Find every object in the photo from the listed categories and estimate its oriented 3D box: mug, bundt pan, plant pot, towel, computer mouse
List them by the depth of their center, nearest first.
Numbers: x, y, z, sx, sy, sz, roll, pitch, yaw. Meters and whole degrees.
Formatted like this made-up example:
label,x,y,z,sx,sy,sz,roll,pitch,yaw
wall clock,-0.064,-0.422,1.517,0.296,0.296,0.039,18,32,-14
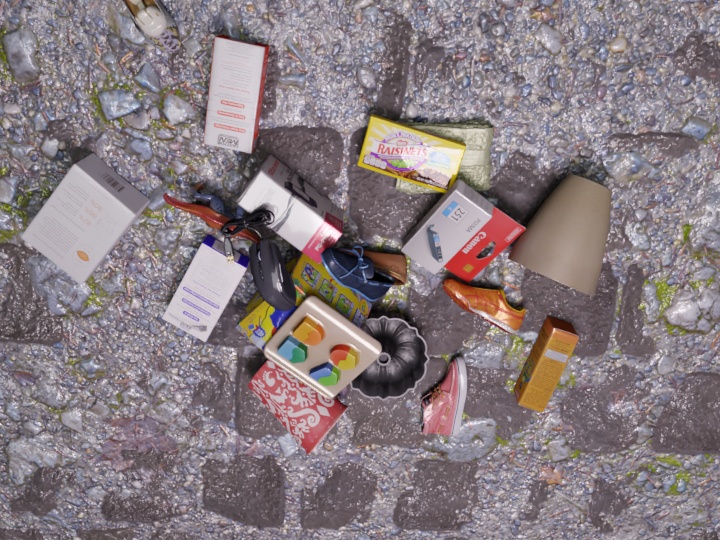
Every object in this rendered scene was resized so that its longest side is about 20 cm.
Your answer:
label,x,y,z,sx,sy,sz,roll,pitch,yaw
computer mouse,-0.204,-0.009,1.342,0.138,0.046,0.204,-7,106,31
plant pot,0.418,-0.079,1.407,0.184,0.187,0.204,22,96,-8
towel,0.168,-0.224,1.416,0.195,0.037,0.152,0,112,1
bundt pan,0.051,0.177,1.551,0.197,0.076,0.206,1,111,1
mug,-0.151,0.297,1.558,0.200,0.133,0.178,42,127,5

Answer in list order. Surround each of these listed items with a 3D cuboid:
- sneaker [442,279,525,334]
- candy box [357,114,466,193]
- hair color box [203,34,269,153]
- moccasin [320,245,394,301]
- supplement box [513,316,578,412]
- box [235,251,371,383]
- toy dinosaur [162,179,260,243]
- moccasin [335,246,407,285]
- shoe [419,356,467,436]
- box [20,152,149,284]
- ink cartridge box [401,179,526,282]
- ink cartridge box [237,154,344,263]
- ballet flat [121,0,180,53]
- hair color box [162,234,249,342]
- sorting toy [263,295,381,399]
label,x,y,z,sx,sy,sz,roll,pitch,yaw
sneaker,0.264,0.063,1.519,0.197,0.073,0.078,28,87,-14
candy box,0.100,-0.227,1.386,0.196,0.026,0.104,17,111,-1
hair color box,-0.240,-0.340,1.364,0.099,0.061,0.204,11,110,-3
moccasin,-0.003,-0.006,1.376,0.067,0.082,0.199,-31,150,21
supplement box,0.409,0.209,1.564,0.067,0.067,0.204,15,110,-5
box,-0.117,0.094,1.467,0.192,0.123,0.199,41,127,-14
toy dinosaur,-0.276,-0.086,1.422,0.181,0.199,0.106,42,127,18
moccasin,0.000,0.001,1.479,0.197,0.079,0.074,8,150,-8
shoe,0.185,0.287,1.593,0.089,0.072,0.204,1,116,-5
box,-0.556,-0.106,1.434,0.152,0.107,0.200,41,106,-14
ink cartridge box,0.206,-0.063,1.434,0.174,0.045,0.200,33,132,-10
ink cartridge box,-0.133,-0.125,1.400,0.199,0.145,0.085,37,107,-13
ballet flat,-0.408,-0.492,1.304,0.071,0.072,0.202,-28,108,11
hair color box,-0.330,0.039,1.511,0.108,0.065,0.202,29,107,-11
sorting toy,-0.080,0.163,1.403,0.184,0.037,0.200,35,128,-9
